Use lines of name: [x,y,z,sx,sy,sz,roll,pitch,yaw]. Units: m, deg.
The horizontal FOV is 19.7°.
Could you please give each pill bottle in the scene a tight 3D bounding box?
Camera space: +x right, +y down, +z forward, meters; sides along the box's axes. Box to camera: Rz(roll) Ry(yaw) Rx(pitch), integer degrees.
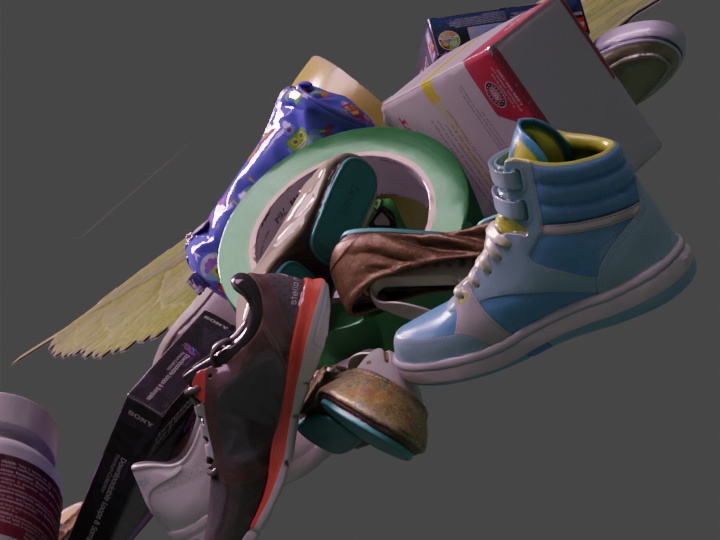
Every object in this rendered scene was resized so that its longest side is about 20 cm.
pill bottle: [-0.277,0.194,1.528,0.109,0.109,0.201,-33,36,28]

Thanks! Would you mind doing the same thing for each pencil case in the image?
pencil case: [-0.072,-0.064,1.724,0.201,0.087,0.078,-57,4,9]

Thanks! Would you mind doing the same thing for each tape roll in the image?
tape roll: [-0.007,-0.018,1.545,0.199,0.048,0.201,-14,46,15]

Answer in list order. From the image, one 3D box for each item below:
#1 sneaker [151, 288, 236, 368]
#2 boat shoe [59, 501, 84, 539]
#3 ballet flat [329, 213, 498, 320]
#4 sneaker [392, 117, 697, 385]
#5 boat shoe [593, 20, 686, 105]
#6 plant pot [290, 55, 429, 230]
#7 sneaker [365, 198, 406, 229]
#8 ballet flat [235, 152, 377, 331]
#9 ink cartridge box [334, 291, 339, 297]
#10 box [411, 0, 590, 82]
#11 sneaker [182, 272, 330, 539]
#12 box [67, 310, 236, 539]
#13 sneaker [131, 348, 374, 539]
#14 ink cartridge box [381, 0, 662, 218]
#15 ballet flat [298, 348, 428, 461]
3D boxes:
sneaker: [-0.114,0.080,1.824,0.074,0.106,0.201,8,-57,-41]
boat shoe: [-0.262,0.225,1.647,0.071,0.076,0.200,-35,9,19]
ballet flat: [0.075,0.001,1.422,0.198,0.068,0.073,-6,61,11]
sneaker: [0.088,-0.017,1.240,0.199,0.131,0.080,-23,15,20]
boat shoe: [0.199,-0.143,1.772,0.200,0.072,0.062,-33,35,40]
plant pot: [-0.021,-0.069,1.835,0.142,0.200,0.200,-45,10,-5]
sneaker: [0.000,0.000,1.707,0.085,0.078,0.200,-27,-10,-13]
ballet flat: [-0.048,0.001,1.476,0.069,0.069,0.201,-26,29,53]
ink cartridge box: [-0.083,0.097,1.615,0.161,0.050,0.200,-52,16,-23]
box: [0.115,-0.165,1.828,0.136,0.038,0.200,-10,-23,-11]
sneaker: [-0.081,0.093,1.349,0.077,0.081,0.201,-146,72,-81]
box: [-0.164,0.141,1.551,0.201,0.036,0.143,-63,-5,30]
sneaker: [-0.070,0.106,1.451,0.200,0.089,0.075,-38,8,-5]
ink cartridge box: [0.121,-0.114,1.624,0.083,0.146,0.200,-40,9,-24]
ballet flat: [0.005,0.082,1.329,0.071,0.071,0.200,-40,6,-14]
